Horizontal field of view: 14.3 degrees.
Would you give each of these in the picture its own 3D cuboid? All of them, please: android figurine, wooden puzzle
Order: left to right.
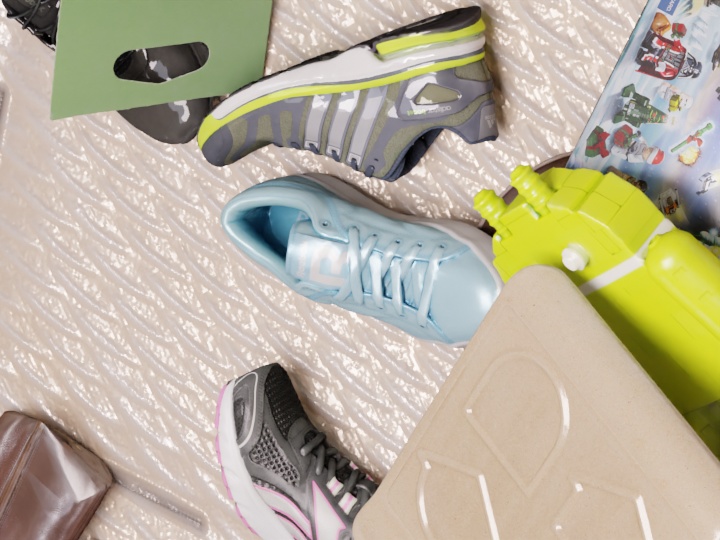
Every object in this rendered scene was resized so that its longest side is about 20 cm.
[{"bbox_3d":[0.100,0.127,1.491,0.186,0.046,0.200,52,124,29],"label":"wooden puzzle"},{"bbox_3d":[0.143,0.020,1.509,0.200,0.041,0.182,44,154,-9],"label":"android figurine"}]

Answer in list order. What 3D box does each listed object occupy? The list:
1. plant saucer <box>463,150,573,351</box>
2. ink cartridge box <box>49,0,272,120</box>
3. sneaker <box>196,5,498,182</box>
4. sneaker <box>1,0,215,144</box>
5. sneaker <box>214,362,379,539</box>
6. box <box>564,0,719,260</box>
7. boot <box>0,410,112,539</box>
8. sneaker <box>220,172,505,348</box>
[{"bbox_3d":[0.149,0.029,1.600,0.199,0.032,0.202,7,104,30],"label":"plant saucer"},{"bbox_3d":[-0.096,-0.174,1.611,0.048,0.145,0.201,43,134,48],"label":"ink cartridge box"},{"bbox_3d":[-0.008,-0.085,1.645,0.199,0.074,0.081,-16,96,34],"label":"sneaker"},{"bbox_3d":[-0.167,-0.152,1.711,0.200,0.091,0.076,50,118,10],"label":"sneaker"},{"bbox_3d":[-0.013,0.142,1.704,0.086,0.080,0.201,-17,104,27],"label":"sneaker"},{"bbox_3d":[0.199,-0.083,1.516,0.136,0.040,0.201,30,102,21],"label":"box"},{"bbox_3d":[-0.257,0.160,1.855,0.186,0.064,0.201,32,111,25],"label":"boot"},{"bbox_3d":[0.000,0.000,1.629,0.199,0.082,0.074,20,112,40],"label":"sneaker"}]
